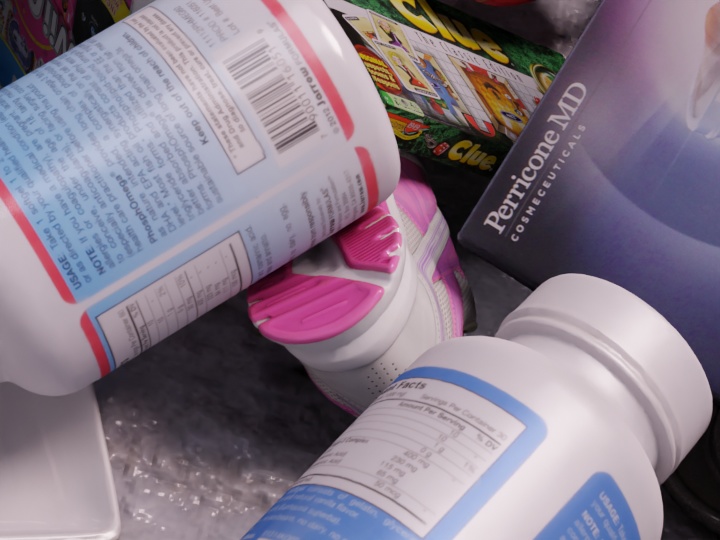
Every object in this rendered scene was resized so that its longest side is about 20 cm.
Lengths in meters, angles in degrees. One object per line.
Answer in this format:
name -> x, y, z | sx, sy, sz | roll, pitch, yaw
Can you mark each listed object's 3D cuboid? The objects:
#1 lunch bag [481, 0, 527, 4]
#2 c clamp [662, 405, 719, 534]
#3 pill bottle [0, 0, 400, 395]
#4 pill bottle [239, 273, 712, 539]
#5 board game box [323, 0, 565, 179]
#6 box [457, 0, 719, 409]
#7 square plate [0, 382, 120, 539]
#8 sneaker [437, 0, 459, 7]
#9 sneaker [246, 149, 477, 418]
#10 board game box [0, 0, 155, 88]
lunch bag -> 0.060, -0.215, 0.981 | 0.176, 0.082, 0.200 | -21, 58, -40
c clamp -> 0.214, 0.055, 0.909 | 0.171, 0.027, 0.200 | 26, 47, 9
pill bottle -> -0.094, -0.024, 0.781 | 0.200, 0.109, 0.109 | -31, 60, -13
pill bottle -> 0.035, 0.094, 0.748 | 0.112, 0.112, 0.200 | 36, 59, 18
board game box -> 0.047, -0.078, 0.922 | 0.200, 0.023, 0.105 | 14, 34, -49
box -> 0.179, -0.037, 0.830 | 0.198, 0.123, 0.200 | 32, 91, 25
square plate -> -0.203, 0.033, 0.818 | 0.198, 0.028, 0.200 | -3, 49, -16
sneaker -> -0.005, -0.134, 0.979 | 0.200, 0.073, 0.071 | -43, 108, -39
sneaker -> 0.000, 0.000, 0.875 | 0.081, 0.088, 0.200 | -24, 28, 14
board game box -> -0.100, -0.137, 0.882 | 0.064, 0.200, 0.148 | -13, 52, -27
